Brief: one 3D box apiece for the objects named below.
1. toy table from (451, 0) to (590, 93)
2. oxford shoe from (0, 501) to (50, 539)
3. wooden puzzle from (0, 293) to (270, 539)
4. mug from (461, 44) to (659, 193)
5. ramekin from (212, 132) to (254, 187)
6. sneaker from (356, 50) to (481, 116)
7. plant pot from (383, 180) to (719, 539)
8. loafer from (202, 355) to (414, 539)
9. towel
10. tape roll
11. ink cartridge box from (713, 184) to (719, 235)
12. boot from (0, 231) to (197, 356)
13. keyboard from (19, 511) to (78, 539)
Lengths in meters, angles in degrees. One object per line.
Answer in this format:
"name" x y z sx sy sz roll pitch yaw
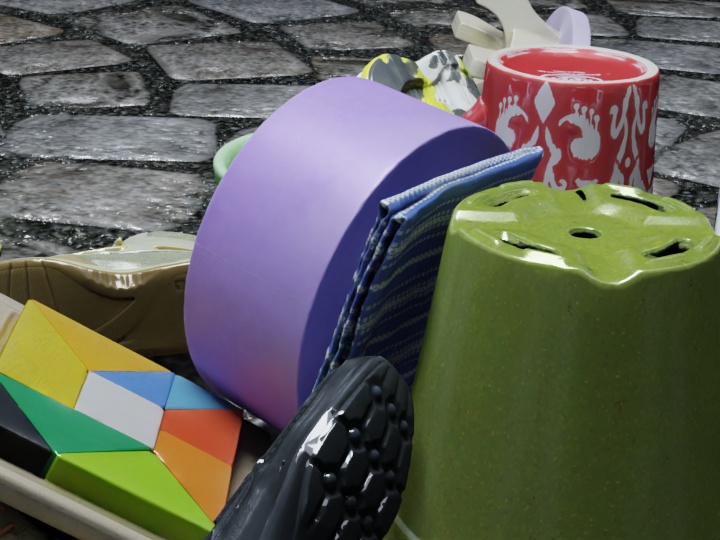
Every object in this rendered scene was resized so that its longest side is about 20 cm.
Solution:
"toy table" 0.157 -0.219 1.441 0.116 0.185 0.200 17 11 -8
"oxford shoe" -0.182 0.125 0.627 0.199 0.074 0.071 13 24 26
"wooden puzzle" -0.127 0.077 0.696 0.184 0.037 0.200 29 14 -11
"mug" 0.110 -0.032 0.889 0.177 0.201 0.133 -9 24 -28
"ramekin" -0.008 -0.034 1.022 0.198 0.098 0.200 2 21 -1
"sneaker" 0.028 -0.105 0.965 0.084 0.075 0.200 -29 -13 25
"plant pot" 0.098 0.064 0.656 0.199 0.191 0.200 2 20 -1
"loafer" -0.040 0.118 0.582 0.070 0.068 0.201 -3 47 42
"towel" 0.025 0.038 0.710 0.024 0.201 0.145 33 31 23
"tape roll" 0.000 0.000 0.781 0.085 0.201 0.200 27 31 30
"ink cartridge box" 0.253 0.017 0.852 0.082 0.147 0.200 7 21 15
"boot" -0.165 0.015 0.892 0.199 0.073 0.155 -5 9 -10
"keyboard" -0.179 0.095 0.784 0.199 0.021 0.127 20 28 35
